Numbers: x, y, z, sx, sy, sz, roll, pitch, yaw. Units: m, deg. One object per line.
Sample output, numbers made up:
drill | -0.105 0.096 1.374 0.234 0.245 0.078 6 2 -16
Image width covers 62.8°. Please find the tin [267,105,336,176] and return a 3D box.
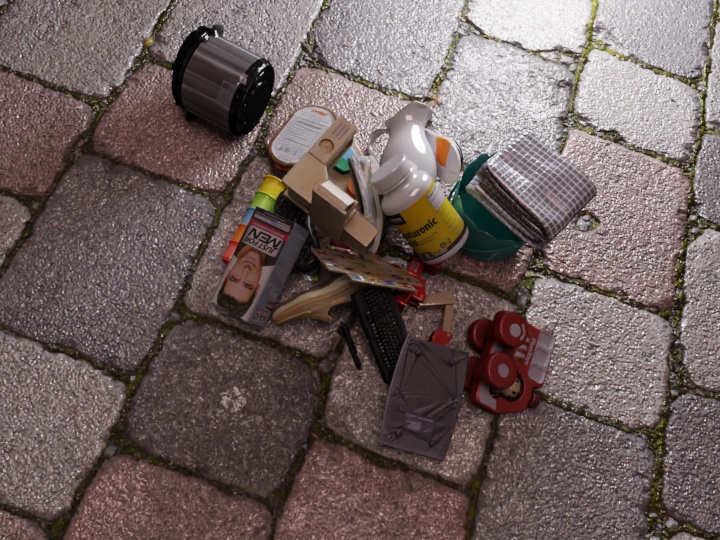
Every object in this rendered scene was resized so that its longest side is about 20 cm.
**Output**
tin | -0.121 -0.282 1.272 0.111 0.042 0.201 23 58 10

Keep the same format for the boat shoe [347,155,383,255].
boat shoe | 0.008 -0.133 1.206 0.064 0.074 0.204 -2 93 -13

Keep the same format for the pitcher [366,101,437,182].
pitcher | 0.081 -0.230 1.250 0.121 0.171 0.202 16 67 -42

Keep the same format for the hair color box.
hair color box | -0.189 -0.008 1.112 0.099 0.061 0.201 24 87 26

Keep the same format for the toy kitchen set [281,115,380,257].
toy kitchen set | -0.017 -0.167 1.087 0.200 0.163 0.181 38 76 4

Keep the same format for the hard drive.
hard drive | 0.116 0.234 1.089 0.134 0.042 0.202 15 83 -1

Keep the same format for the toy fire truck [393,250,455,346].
toy fire truck | 0.137 0.056 1.183 0.140 0.049 0.201 27 66 3

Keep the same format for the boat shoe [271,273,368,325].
boat shoe | -0.073 0.067 1.117 0.199 0.072 0.077 -27 85 13

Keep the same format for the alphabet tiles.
alphabet tiles | 0.012 -0.006 1.101 0.199 0.166 0.006 10 109 -28

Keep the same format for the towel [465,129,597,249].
towel | 0.329 -0.161 1.129 0.200 0.086 0.165 44 69 10

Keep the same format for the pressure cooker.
pressure cooker | -0.300 -0.402 1.242 0.199 0.179 0.177 26 70 3

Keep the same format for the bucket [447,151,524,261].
bucket | 0.278 -0.125 1.227 0.205 0.135 0.209 3 67 -7

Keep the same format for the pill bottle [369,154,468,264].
pill bottle | 0.109 -0.118 1.121 0.200 0.111 0.111 49 67 -20

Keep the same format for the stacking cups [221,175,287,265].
stacking cups | -0.215 -0.098 1.192 0.060 0.061 0.201 24 67 3

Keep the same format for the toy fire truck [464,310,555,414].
toy fire truck | 0.289 0.181 1.129 0.167 0.112 0.201 29 67 -15

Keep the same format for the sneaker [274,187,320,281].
sneaker | -0.122 -0.072 1.186 0.071 0.083 0.201 -14 68 5

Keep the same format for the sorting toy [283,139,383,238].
sorting toy | -0.055 -0.188 1.263 0.184 0.037 0.201 -22 73 -15

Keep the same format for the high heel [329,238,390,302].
high heel | 0.000 0.000 1.161 0.067 0.096 0.201 -23 73 -15

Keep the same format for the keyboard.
keyboard | 0.027 0.126 1.092 0.126 0.021 0.201 -26 111 -13

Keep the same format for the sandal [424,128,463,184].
sandal | 0.181 -0.253 1.264 0.059 0.080 0.207 3 32 -22
